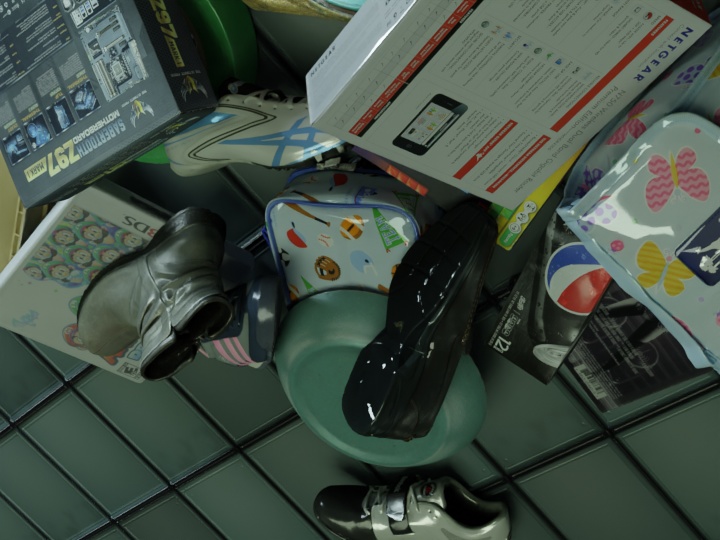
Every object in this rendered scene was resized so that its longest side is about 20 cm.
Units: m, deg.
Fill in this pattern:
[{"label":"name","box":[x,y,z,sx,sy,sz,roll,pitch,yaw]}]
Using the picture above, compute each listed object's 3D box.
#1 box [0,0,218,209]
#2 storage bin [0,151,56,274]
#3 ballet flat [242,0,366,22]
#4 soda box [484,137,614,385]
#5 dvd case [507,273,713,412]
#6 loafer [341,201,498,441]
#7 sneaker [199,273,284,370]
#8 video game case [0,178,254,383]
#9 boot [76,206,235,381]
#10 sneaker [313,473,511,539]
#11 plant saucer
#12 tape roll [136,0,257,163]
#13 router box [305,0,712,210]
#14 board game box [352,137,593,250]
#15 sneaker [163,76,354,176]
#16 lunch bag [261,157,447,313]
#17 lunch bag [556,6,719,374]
[{"label":"box","box":[-0.219,-0.157,0.917,0.199,0.051,0.159,-24,88,36]},{"label":"storage bin","box":[-0.377,-0.093,1.101,0.199,0.094,0.199,27,131,4]},{"label":"ballet flat","box":[-0.021,-0.212,0.863,0.198,0.071,0.071,16,130,29]},{"label":"soda box","box":[0.171,-0.012,0.908,0.063,0.071,0.201,32,125,14]},{"label":"dvd case","box":[0.239,0.028,0.959,0.199,0.016,0.149,-28,107,37]},{"label":"loafer","box":[0.058,0.043,0.923,0.072,0.073,0.201,20,105,-35]},{"label":"sneaker","box":[-0.114,0.047,1.030,0.081,0.071,0.200,11,161,-9]},{"label":"video game case","box":[-0.228,0.014,1.090,0.181,0.024,0.200,27,126,-30]},{"label":"boot","box":[-0.185,0.044,1.017,0.067,0.131,0.200,30,124,-32]},{"label":"sneaker","box":[0.053,0.230,1.153,0.198,0.074,0.089,11,128,5]},{"label":"plant saucer","box":[0.010,0.106,1.016,0.198,0.036,0.201,14,133,15]},{"label":"tape roll","box":[-0.184,-0.188,0.975,0.198,0.048,0.202,12,127,16]},{"label":"router box","box":[0.091,-0.141,0.760,0.178,0.049,0.200,19,135,-30]},{"label":"board game box","box":[0.098,-0.136,0.881,0.164,0.057,0.201,31,130,0]},{"label":"sneaker","box":[-0.070,-0.115,0.900,0.198,0.072,0.073,-3,107,26]},{"label":"lunch bag","box":[0.000,0.000,1.010,0.159,0.076,0.202,5,126,24]},{"label":"lunch bag","box":[0.244,-0.053,0.768,0.170,0.200,0.127,44,164,-8]}]
